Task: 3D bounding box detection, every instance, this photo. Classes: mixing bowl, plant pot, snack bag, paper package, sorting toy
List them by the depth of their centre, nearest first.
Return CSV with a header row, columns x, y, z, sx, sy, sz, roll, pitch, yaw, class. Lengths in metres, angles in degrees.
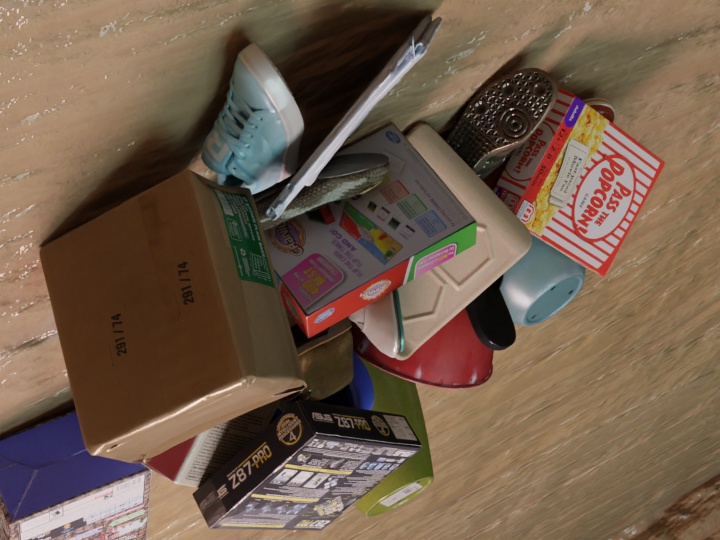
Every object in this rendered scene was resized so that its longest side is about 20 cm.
x,y,z,sx,sy,sz,roll,pitch,yaw,class
-0.167,0.042,1.458,0.189,0.202,0.103,-25,161,23,paper package
-0.002,-0.142,1.505,0.189,0.021,0.200,-48,-175,24,snack bag
0.055,-0.030,1.760,0.200,0.185,0.037,-43,-163,10,sorting toy
0.074,0.037,1.882,0.199,0.200,0.109,-8,124,-48,mixing bowl
0.002,0.183,1.970,0.186,0.201,0.187,-25,161,-10,plant pot
0.194,-0.014,1.988,0.199,0.135,0.201,-30,155,-15,plant pot

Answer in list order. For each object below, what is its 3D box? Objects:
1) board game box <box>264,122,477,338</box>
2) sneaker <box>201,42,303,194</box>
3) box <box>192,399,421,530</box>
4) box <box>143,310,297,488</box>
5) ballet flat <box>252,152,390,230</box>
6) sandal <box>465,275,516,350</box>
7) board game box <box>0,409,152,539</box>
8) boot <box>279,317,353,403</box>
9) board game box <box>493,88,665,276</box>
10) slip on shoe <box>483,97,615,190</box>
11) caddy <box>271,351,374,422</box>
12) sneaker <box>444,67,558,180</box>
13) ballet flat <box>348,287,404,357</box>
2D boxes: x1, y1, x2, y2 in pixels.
x,y,z,sx,sy,sz,roll,pitch,yaw,class
-0.008,-0.043,1.627,0.199,0.153,0.040,-28,149,-16,board game box
-0.101,-0.119,1.458,0.082,0.074,0.201,-35,157,-16,sneaker
-0.051,0.204,1.688,0.161,0.049,0.199,-44,151,21,box
-0.152,0.111,1.683,0.201,0.108,0.128,-63,153,0,box
-0.061,-0.068,1.598,0.198,0.067,0.047,-21,110,-17,ballet flat
0.130,-0.009,1.822,0.075,0.201,0.045,-2,150,-41,sandal
-0.318,0.247,1.784,0.158,0.097,0.201,-19,152,-21,board game box
-0.066,0.102,1.604,0.073,0.076,0.199,-4,-167,37,boot
0.244,-0.098,1.854,0.199,0.046,0.152,26,93,-46,board game box
0.213,-0.126,1.888,0.199,0.061,0.074,-34,140,-8,slip on shoe
-0.079,0.123,1.799,0.141,0.200,0.105,-44,172,21,caddy
0.135,-0.145,1.774,0.200,0.071,0.075,-42,175,20,sneaker
0.000,0.000,1.658,0.069,0.202,0.070,-6,149,-4,ballet flat
